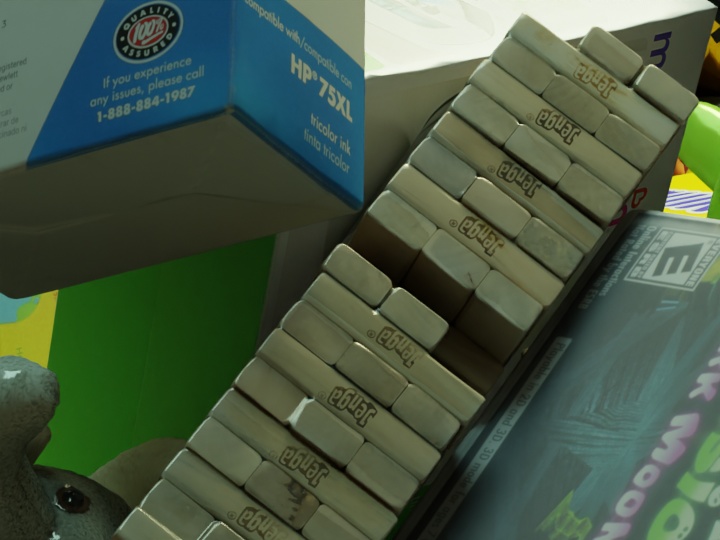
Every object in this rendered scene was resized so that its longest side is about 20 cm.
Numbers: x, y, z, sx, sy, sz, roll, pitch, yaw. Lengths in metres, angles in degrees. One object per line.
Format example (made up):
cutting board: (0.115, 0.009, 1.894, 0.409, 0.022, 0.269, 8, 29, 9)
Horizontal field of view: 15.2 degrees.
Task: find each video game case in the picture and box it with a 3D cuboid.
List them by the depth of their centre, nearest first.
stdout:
video game case: (0.073, 0.073, 0.616, 0.181, 0.023, 0.200, 11, 57, 52)

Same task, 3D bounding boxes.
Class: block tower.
block tower: (0.010, 0.020, 0.691, 0.200, 0.054, 0.058, -51, -5, -31)

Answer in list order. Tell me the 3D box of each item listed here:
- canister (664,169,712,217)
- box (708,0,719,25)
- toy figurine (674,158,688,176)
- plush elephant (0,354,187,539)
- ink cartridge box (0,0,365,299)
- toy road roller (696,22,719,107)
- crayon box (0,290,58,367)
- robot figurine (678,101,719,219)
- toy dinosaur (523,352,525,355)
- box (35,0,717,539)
canister: (0.094, 0.014, 1.068, 0.199, 0.087, 0.148, -12, 11, -17)
box: (0.200, -0.085, 0.817, 0.140, 0.079, 0.200, -4, 25, -10)
toy figurine: (0.171, -0.058, 1.354, 0.183, 0.151, 0.200, 5, 34, 10)
plush elephant: (-0.125, 0.068, 0.696, 0.154, 0.201, 0.165, -1, 42, 10)
ink cartridge box: (-0.061, -0.105, 0.723, 0.115, 0.201, 0.067, -13, -28, 28)
toy road roller: (0.160, -0.142, 1.537, 0.122, 0.200, 0.146, 5, 54, 48)
crayon box: (-0.150, 0.048, 0.909, 0.199, 0.128, 0.051, -14, 2, -38)
robot figurine: (0.197, -0.005, 0.906, 0.200, 0.176, 0.116, 41, 4, 32)
toy dinosaur: (0.072, 0.078, 0.721, 0.060, 0.107, 0.200, 1, 4, 5)
box: (0.000, 0.000, 0.842, 0.176, 0.201, 0.097, -14, 37, -40)
